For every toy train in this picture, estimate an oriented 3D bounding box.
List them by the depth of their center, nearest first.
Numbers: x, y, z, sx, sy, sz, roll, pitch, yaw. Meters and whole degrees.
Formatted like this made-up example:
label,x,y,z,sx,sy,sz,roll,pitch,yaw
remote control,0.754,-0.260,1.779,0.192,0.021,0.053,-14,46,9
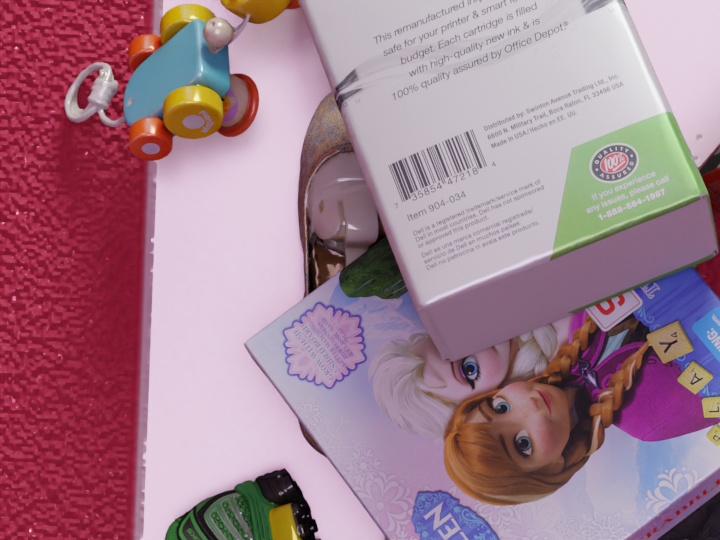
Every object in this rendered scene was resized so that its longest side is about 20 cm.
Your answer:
label,x,y,z,sx,sy,sz,roll,pitch,yaw
toy train,-0.071,-0.147,1.373,0.056,0.150,0.200,25,95,-34

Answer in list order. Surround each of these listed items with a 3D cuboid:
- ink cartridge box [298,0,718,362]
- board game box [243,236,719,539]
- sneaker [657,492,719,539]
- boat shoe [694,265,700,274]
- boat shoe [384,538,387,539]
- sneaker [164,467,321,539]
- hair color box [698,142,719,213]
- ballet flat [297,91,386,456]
label,x,y,z,sx,sy,sz,roll,pitch,yaw
ink cartridge box,0.068,-0.079,1.276,0.145,0.084,0.200,-22,66,4
board game box,0.079,0.055,1.293,0.199,0.041,0.200,-38,68,-3
sneaker,0.165,0.129,1.362,0.104,0.060,0.200,-32,118,4
boat shoe,0.143,0.003,1.388,0.067,0.072,0.200,-7,94,-7
boat shoe,0.049,0.146,1.380,0.074,0.060,0.200,16,87,-2
sneaker,-0.045,0.210,1.375,0.085,0.078,0.200,-18,79,4
hair color box,0.229,-0.069,1.325,0.061,0.200,0.102,39,87,0
ballet flat,0.000,0.000,1.381,0.068,0.067,0.200,-1,87,-2
